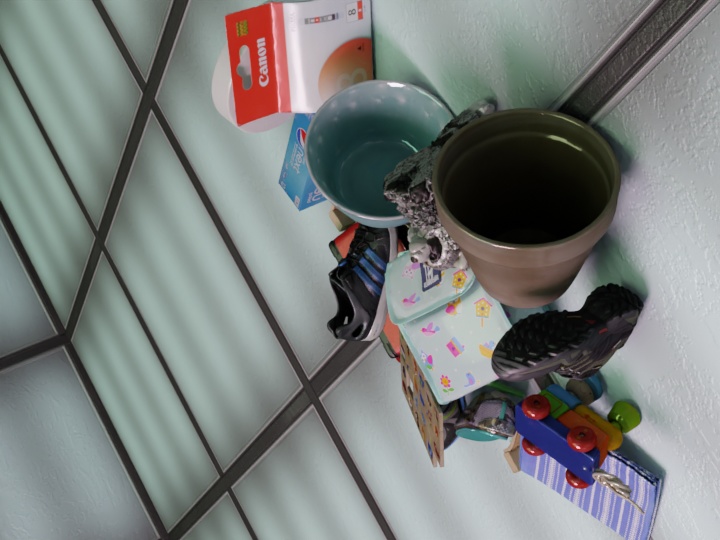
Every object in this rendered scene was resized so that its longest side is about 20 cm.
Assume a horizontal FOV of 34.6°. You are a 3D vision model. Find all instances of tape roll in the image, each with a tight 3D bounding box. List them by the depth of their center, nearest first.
[{"bbox_3d":[-0.118,-0.284,1.600,0.037,0.203,0.203,39,142,25],"label":"tape roll"}]

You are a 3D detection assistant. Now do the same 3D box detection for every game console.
[{"bbox_3d":[0.048,0.023,1.733,0.172,0.119,0.200,-35,78,29],"label":"game console"}]

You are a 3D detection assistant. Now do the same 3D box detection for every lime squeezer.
[{"bbox_3d":[0.139,0.112,1.589,0.200,0.071,0.038,54,148,22],"label":"lime squeezer"}]

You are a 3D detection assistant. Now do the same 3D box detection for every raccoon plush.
[{"bbox_3d":[0.122,-0.090,1.387,0.134,0.200,0.097,52,174,-25],"label":"raccoon plush"}]

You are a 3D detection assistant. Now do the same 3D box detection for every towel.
[{"bbox_3d":[0.282,0.259,1.461,0.200,0.024,0.145,32,143,32],"label":"towel"}]

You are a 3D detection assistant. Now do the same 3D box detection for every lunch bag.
[{"bbox_3d":[0.133,0.043,1.465,0.170,0.122,0.200,-32,85,40],"label":"lunch bag"}]

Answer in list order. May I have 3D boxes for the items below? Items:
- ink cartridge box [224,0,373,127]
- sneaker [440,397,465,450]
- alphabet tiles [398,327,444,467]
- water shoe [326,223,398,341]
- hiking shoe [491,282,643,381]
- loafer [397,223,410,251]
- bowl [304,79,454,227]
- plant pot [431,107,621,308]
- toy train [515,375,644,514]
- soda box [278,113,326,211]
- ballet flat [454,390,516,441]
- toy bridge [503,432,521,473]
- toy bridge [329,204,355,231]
[{"bbox_3d":[-0.075,-0.283,1.531,0.050,0.200,0.162,35,138,43],"label":"ink cartridge box"},{"bbox_3d":[0.111,0.185,1.674,0.071,0.083,0.200,44,144,36],"label":"sneaker"},{"bbox_3d":[0.082,0.164,1.578,0.200,0.008,0.167,-113,15,-52],"label":"alphabet tiles"},{"bbox_3d":[0.000,0.000,1.563,0.071,0.079,0.200,19,108,58],"label":"water shoe"},{"bbox_3d":[0.231,0.093,1.286,0.076,0.200,0.101,44,146,44],"label":"hiking shoe"},{"bbox_3d":[0.102,0.000,1.572,0.200,0.067,0.076,62,151,9],"label":"loafer"},{"bbox_3d":[0.030,-0.136,1.502,0.201,0.201,0.105,56,169,19],"label":"bowl"},{"bbox_3d":[0.187,-0.053,1.300,0.200,0.200,0.174,46,162,33],"label":"plant pot"},{"bbox_3d":[0.289,0.199,1.364,0.200,0.116,0.085,35,146,37],"label":"toy train"},{"bbox_3d":[-0.064,-0.182,1.721,0.064,0.068,0.200,53,148,23],"label":"soda box"},{"bbox_3d":[0.177,0.199,1.590,0.072,0.072,0.200,64,170,5],"label":"ballet flat"},{"bbox_3d":[0.240,0.217,1.538,0.067,0.027,0.200,62,151,10],"label":"toy bridge"},{"bbox_3d":[-0.009,-0.139,1.687,0.067,0.027,0.200,56,148,19],"label":"toy bridge"}]
